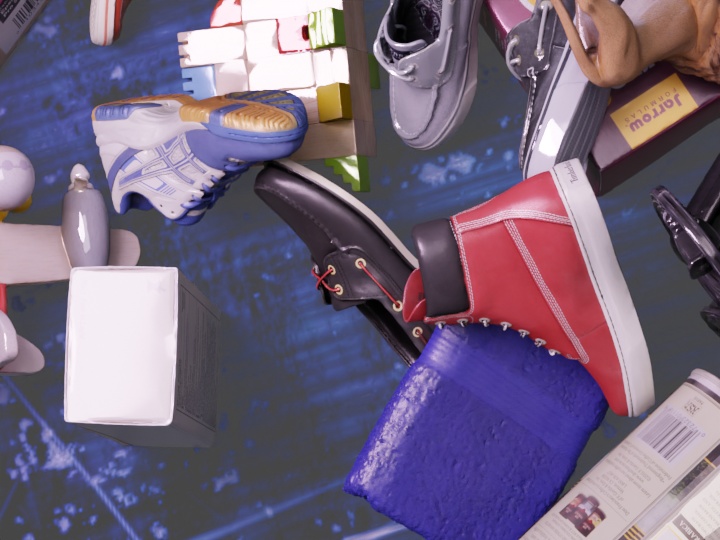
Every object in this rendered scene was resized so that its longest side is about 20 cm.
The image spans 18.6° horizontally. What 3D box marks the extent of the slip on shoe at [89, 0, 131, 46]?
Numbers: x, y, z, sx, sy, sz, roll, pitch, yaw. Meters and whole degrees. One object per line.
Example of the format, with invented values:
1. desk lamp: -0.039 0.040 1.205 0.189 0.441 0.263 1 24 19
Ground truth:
1. slip on shoe: -0.147 -0.254 1.597 0.061 0.074 0.201 23 85 -11

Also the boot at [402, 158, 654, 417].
1. boot: 0.109 0.033 1.450 0.144 0.072 0.200 -22 123 5

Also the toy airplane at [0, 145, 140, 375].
1. toy airplane: -0.264 -0.023 1.505 0.199 0.200 0.141 37 129 -5

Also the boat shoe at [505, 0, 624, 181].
1. boat shoe: 0.132 -0.145 1.471 0.071 0.072 0.201 13 74 18

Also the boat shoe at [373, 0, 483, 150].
1. boat shoe: 0.041 -0.168 1.511 0.071 0.201 0.070 -23 47 -39

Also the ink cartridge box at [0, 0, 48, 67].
1. ink cartridge box: -0.255 -0.248 1.555 0.075 0.165 0.200 34 86 10

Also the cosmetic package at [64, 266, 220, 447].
1. cosmetic package: -0.143 0.062 1.475 0.073 0.200 0.104 1 80 5

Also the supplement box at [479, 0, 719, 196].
1. supplement box: 0.158 -0.169 1.543 0.110 0.086 0.200 -33 80 -1

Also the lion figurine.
1. lion figurine: 0.189 -0.160 1.425 0.200 0.072 0.123 -18 110 -26

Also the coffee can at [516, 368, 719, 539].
1. coffee can: 0.200 0.185 1.448 0.200 0.146 0.146 -42 80 -4

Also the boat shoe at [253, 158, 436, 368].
1. boat shoe: 0.001 0.000 1.513 0.201 0.074 0.063 43 78 -13

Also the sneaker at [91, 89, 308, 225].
1. sneaker: -0.103 -0.076 1.505 0.075 0.200 0.088 -15 102 -40

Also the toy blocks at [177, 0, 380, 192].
1. toy blocks: -0.066 -0.149 1.566 0.136 0.100 0.201 -5 89 17

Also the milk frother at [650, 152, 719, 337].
1. milk frother: 0.299 -0.038 1.453 0.180 0.200 0.188 34 85 14

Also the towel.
1. towel: 0.089 0.096 1.502 0.148 0.050 0.200 34 82 -22
